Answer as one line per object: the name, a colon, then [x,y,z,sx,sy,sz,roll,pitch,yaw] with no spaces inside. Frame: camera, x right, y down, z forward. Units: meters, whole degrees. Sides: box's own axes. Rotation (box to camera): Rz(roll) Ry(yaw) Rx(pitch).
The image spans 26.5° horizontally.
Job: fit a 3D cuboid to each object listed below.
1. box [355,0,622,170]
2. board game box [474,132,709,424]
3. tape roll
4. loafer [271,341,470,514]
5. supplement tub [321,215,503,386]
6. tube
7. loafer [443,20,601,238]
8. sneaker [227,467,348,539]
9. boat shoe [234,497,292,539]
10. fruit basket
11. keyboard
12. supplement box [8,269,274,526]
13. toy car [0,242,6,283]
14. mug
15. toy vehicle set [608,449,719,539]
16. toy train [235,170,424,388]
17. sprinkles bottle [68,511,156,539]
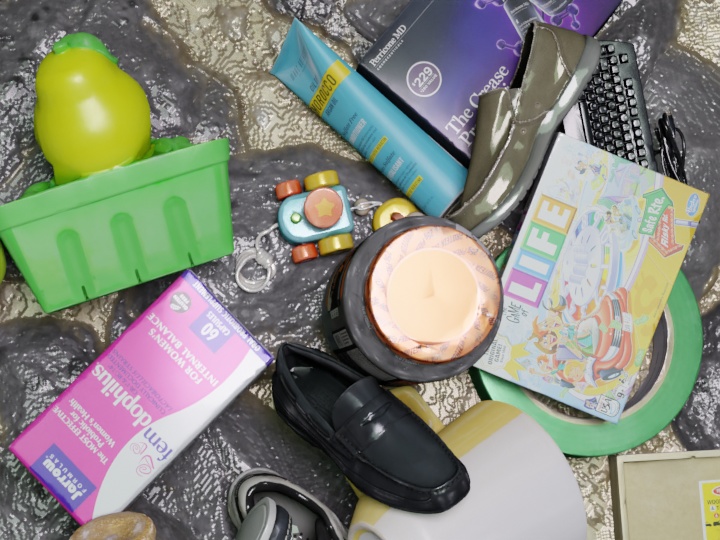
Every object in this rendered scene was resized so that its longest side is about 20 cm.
box: [0.108,-0.197,1.315,0.141,0.079,0.200,39,81,3]
board game box: [0.183,0.006,1.247,0.133,0.034,0.202,21,93,-1]
tape roll: [0.189,0.058,1.302,0.198,0.048,0.203,1,82,-6]
loafer: [0.002,0.117,1.158,0.068,0.071,0.200,-35,44,-27]
supplement tub: [0.039,0.026,1.165,0.121,0.200,0.124,1,84,-9]
tube: [0.008,-0.125,1.291,0.200,0.078,0.050,42,50,5]
loafer: [0.117,-0.114,1.234,0.069,0.075,0.201,32,82,-10]
sneaker: [-0.028,0.238,1.238,0.199,0.088,0.076,37,79,-1]
boat shoe: [-0.085,0.262,1.204,0.060,0.076,0.201,19,125,-10]
fruit basket: [-0.206,-0.084,1.227,0.213,0.155,0.219,0,89,-8]
keyboard: [0.227,-0.095,1.270,0.103,0.040,0.202,-11,91,-13]
supplement box: [-0.174,0.108,1.234,0.101,0.103,0.200,44,82,0]
toy car: [-0.384,-0.017,1.218,0.198,0.176,0.151,-10,47,-6]
mug: [0.062,0.197,1.211,0.152,0.186,0.151,-25,119,-30]
toy vehicle set: [0.315,0.215,1.304,0.197,0.027,0.126,-2,82,-6]
toy train: [0.000,0.000,1.288,0.198,0.056,0.151,26,80,-2]
sprinkles bottle: [-0.172,0.288,1.171,0.067,0.068,0.202,-11,110,-7]
